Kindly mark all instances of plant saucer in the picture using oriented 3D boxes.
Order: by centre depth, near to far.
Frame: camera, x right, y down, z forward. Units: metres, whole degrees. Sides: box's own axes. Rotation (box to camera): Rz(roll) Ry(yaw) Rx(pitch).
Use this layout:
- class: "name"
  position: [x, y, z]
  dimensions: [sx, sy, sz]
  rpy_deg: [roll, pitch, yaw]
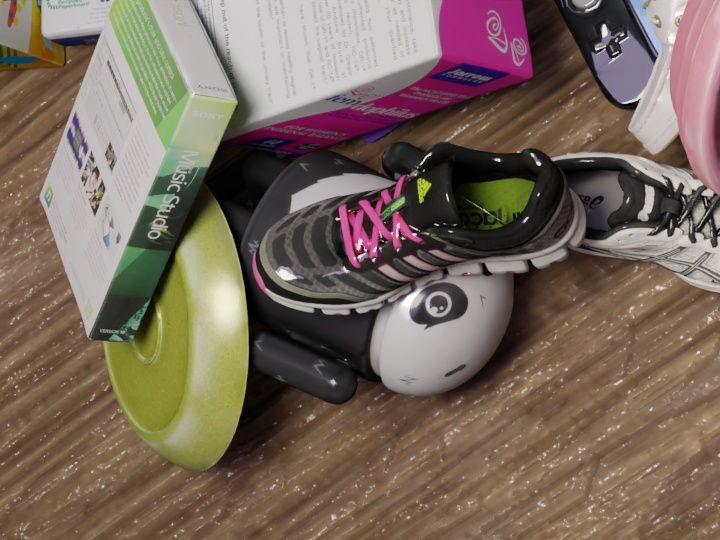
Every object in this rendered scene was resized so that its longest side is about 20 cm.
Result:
- class: "plant saucer"
  position: [0.244, -0.137, 1.141]
  dimensions: [0.051, 0.200, 0.201]
  rpy_deg: [34, 99, 36]
- class: "plant saucer"
  position: [-0.129, 0.033, 1.303]
  dimensions: [0.200, 0.031, 0.200]
  rpy_deg: [11, 103, 61]

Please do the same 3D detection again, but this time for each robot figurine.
- class: "robot figurine"
  position: [0.001, -0.002, 1.265]
  dimensions: [0.200, 0.125, 0.150]
  rpy_deg: [27, 107, 22]

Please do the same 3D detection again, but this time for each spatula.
- class: "spatula"
  position: [-0.043, -0.088, 1.346]
  dimensions: [0.200, 0.021, 0.057]
  rpy_deg: [-30, 77, 18]

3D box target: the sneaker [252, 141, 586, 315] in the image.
- class: "sneaker"
  position: [0.032, -0.031, 1.158]
  dimensions: [0.200, 0.087, 0.074]
  rpy_deg: [-10, 63, 2]

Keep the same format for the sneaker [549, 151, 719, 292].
- class: "sneaker"
  position: [0.189, -0.030, 1.211]
  dimensions: [0.200, 0.088, 0.076]
  rpy_deg: [6, 87, 21]

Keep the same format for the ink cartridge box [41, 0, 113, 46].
- class: "ink cartridge box"
  position: [-0.128, -0.264, 1.382]
  dimensions: [0.196, 0.043, 0.200]
  rpy_deg: [-3, 83, 21]

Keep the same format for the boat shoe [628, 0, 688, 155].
- class: "boat shoe"
  position: [0.196, -0.168, 1.183]
  dimensions: [0.069, 0.071, 0.200]
  rpy_deg: [22, 105, -5]

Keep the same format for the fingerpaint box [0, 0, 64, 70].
- class: "fingerpaint box"
  position: [-0.275, -0.249, 1.374]
  dimensions: [0.073, 0.167, 0.200]
  rpy_deg: [-3, 86, 20]

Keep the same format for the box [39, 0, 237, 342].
- class: "box"
  position: [-0.145, -0.075, 1.261]
  dimensions: [0.200, 0.036, 0.144]
  rpy_deg: [-64, 36, 35]

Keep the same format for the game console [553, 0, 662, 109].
- class: "game console"
  position: [0.191, -0.221, 1.207]
  dimensions: [0.200, 0.119, 0.173]
  rpy_deg: [-30, 76, 18]

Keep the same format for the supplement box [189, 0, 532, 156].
- class: "supplement box"
  position: [-0.006, -0.146, 1.230]
  dimensions: [0.200, 0.101, 0.104]
  rpy_deg: [-17, 76, 38]
